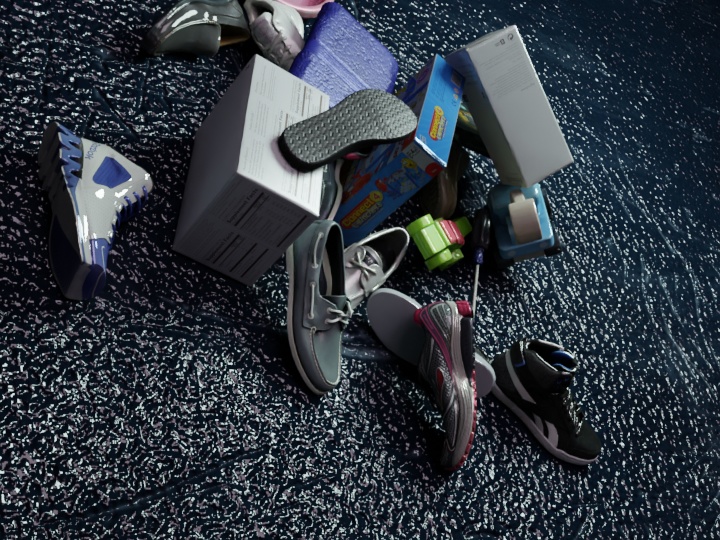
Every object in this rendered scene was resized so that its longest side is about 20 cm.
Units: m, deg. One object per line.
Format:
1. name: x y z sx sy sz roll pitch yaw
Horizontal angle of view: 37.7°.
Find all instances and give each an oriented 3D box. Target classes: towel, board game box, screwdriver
1. towel: -0.026 -0.254 1.410 0.147 0.049 0.202 40 44 -21
2. board game box: 0.165 -0.208 1.552 0.197 0.028 0.136 23 24 -11
3. board game box: 0.044 -0.157 1.391 0.056 0.195 0.202 36 40 -18
4. screwdriver: 0.163 0.006 1.460 0.028 0.029 0.203 22 60 -31

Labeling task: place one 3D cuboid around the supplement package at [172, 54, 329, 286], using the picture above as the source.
1. supplement package: -0.127 -0.117 1.241 0.110 0.156 0.202 26 44 -24

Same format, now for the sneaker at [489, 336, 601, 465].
1. sneaker: 0.266 0.170 1.389 0.199 0.112 0.073 39 41 -9

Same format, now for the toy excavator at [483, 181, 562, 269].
1. toy excavator: 0.221 -0.078 1.479 0.201 0.098 0.197 65 14 -51

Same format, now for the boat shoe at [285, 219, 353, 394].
1. boat shoe: -0.043 0.040 1.214 0.072 0.061 0.204 2 80 -57

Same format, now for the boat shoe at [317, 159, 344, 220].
1. boat shoe: -0.059 -0.117 1.364 0.061 0.075 0.202 29 42 -22

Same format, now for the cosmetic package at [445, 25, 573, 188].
1. cosmetic package: 0.201 -0.219 1.430 0.080 0.113 0.202 -26 99 -6

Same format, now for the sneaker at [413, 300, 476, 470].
1. sneaker: 0.104 0.139 1.280 0.073 0.081 0.204 -2 84 5

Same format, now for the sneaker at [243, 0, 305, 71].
1. sneaker: -0.108 -0.295 1.454 0.099 0.075 0.202 17 40 -54

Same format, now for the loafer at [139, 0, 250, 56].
1. loafer: -0.212 -0.318 1.397 0.073 0.073 0.200 50 41 -2

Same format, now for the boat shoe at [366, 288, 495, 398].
1. boat shoe: 0.088 0.088 1.344 0.199 0.069 0.057 38 20 -12

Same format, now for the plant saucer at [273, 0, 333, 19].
1. plant saucer: -0.131 -0.453 1.592 0.198 0.051 0.203 23 46 -26

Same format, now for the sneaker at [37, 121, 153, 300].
1. sneaker: -0.273 -0.069 1.132 0.114 0.081 0.202 6 53 -35

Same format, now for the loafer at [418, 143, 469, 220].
1. loafer: 0.127 -0.152 1.551 0.066 0.076 0.202 14 49 -15

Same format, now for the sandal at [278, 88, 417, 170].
1. sandal: -0.018 -0.159 1.228 0.198 0.045 0.076 -25 71 -35

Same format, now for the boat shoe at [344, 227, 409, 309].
1. boat shoe: 0.000 0.000 1.328 0.072 0.066 0.199 52 40 6

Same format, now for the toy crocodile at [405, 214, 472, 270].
1. toy crocodile: 0.111 -0.043 1.432 0.068 0.061 0.200 61 15 7
